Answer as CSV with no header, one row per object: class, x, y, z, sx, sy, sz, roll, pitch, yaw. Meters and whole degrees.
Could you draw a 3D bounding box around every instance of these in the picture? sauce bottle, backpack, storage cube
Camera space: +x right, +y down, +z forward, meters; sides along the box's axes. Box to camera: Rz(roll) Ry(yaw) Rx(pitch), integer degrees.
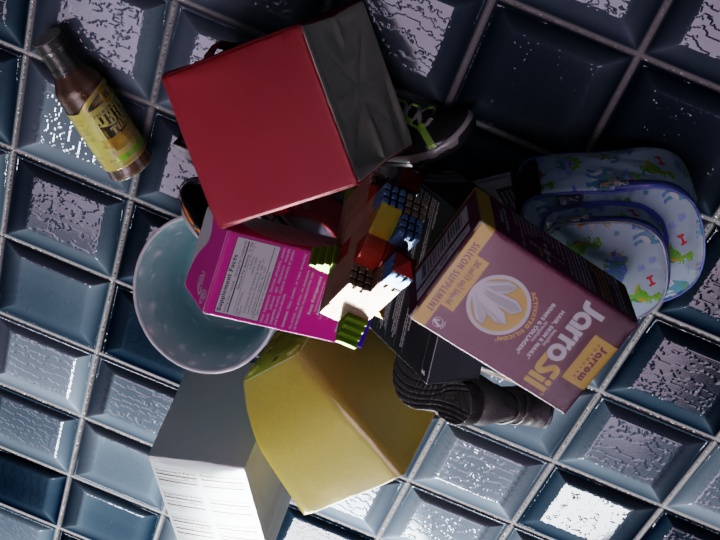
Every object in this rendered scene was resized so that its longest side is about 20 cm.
sauce bottle,-0.325,-0.199,1.714,0.064,0.065,0.201,-10,129,29
backpack,0.277,-0.033,1.566,0.198,0.148,0.184,-8,127,3
storage cube,-0.073,-0.168,1.531,0.179,0.171,0.202,-16,101,28

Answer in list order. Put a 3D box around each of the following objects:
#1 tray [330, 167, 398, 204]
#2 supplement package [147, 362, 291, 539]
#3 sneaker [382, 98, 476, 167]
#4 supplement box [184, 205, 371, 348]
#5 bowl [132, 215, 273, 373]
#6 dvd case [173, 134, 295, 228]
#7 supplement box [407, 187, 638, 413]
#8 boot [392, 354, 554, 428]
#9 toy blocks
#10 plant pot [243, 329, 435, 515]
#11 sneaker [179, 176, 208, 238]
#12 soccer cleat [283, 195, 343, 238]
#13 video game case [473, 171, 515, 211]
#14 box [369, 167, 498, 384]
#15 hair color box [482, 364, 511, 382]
tray,-0.050,-0.108,1.727,0.198,0.022,0.108,7,133,15
supplement package,-0.184,0.264,2.013,0.146,0.192,0.201,4,133,16
sneaker,0.030,-0.166,1.606,0.198,0.072,0.083,-7,127,25
supplement box,-0.085,0.007,1.612,0.198,0.101,0.104,15,102,-23
bowl,-0.179,0.022,1.810,0.199,0.105,0.203,2,98,16
dvd case,-0.136,-0.083,1.713,0.200,0.025,0.150,47,172,-21
supplement box,0.163,0.031,1.459,0.199,0.103,0.131,31,110,-12
boot,0.130,0.144,1.681,0.131,0.200,0.070,8,105,-30
toy blocks,0.020,-0.036,1.522,0.099,0.201,0.137,23,144,-17
plant pot,-0.036,0.163,1.871,0.195,0.195,0.200,-27,110,38
sneaker,-0.148,-0.030,1.673,0.200,0.078,0.112,43,174,8
soccer cleat,-0.039,-0.052,1.726,0.200,0.067,0.076,40,160,-23
video game case,0.211,-0.037,1.697,0.181,0.023,0.201,-13,126,31
box,0.090,0.005,1.589,0.078,0.141,0.202,-1,117,-29
hair color box,0.167,0.095,1.732,0.108,0.065,0.200,20,177,1
